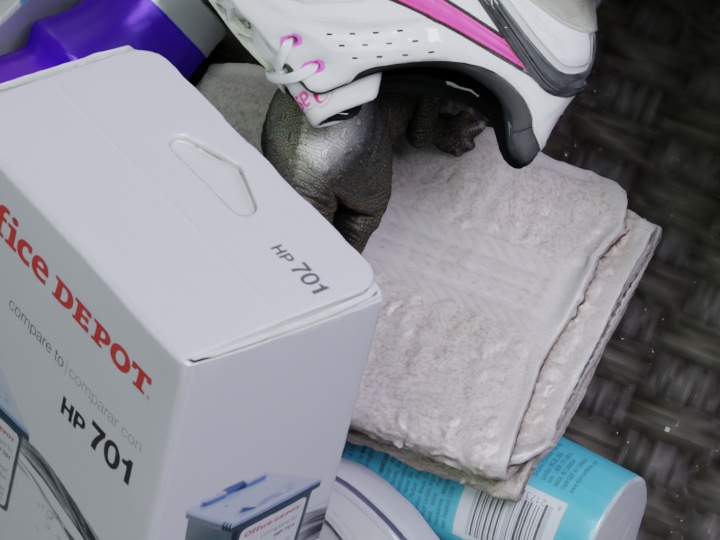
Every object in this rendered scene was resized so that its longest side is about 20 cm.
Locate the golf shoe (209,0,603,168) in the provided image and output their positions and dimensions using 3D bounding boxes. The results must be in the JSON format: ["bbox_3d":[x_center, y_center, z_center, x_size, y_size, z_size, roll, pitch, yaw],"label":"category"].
[{"bbox_3d":[-0.017,-0.098,0.978,0.199,0.073,0.093,17,82,-2],"label":"golf shoe"}]

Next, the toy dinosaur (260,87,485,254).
[{"bbox_3d":[-0.005,-0.054,1.051,0.077,0.102,0.200,22,64,26],"label":"toy dinosaur"}]

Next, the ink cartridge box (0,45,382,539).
[{"bbox_3d":[-0.082,0.049,1.014,0.086,0.201,0.146,-20,50,-33],"label":"ink cartridge box"}]

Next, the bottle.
[{"bbox_3d":[-0.135,-0.036,1.140,0.200,0.084,0.065,-46,50,-3],"label":"bottle"}]

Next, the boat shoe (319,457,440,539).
[{"bbox_3d":[0.007,0.161,1.053,0.072,0.066,0.201,-26,79,31],"label":"boat shoe"}]

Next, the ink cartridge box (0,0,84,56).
[{"bbox_3d":[-0.179,-0.169,1.190,0.116,0.067,0.200,-41,71,4],"label":"ink cartridge box"}]

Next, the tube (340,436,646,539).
[{"bbox_3d":[0.008,0.060,1.102,0.199,0.050,0.078,25,78,22],"label":"tube"}]

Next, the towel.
[{"bbox_3d":[0.000,0.000,1.097,0.199,0.035,0.133,17,62,22],"label":"towel"}]
